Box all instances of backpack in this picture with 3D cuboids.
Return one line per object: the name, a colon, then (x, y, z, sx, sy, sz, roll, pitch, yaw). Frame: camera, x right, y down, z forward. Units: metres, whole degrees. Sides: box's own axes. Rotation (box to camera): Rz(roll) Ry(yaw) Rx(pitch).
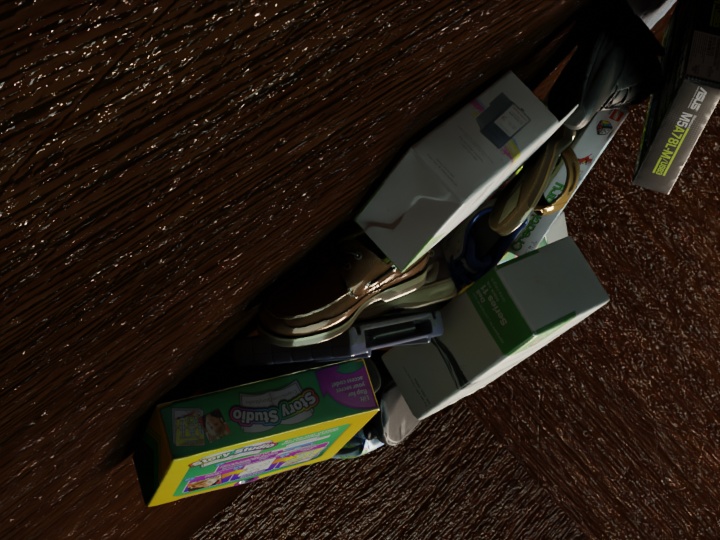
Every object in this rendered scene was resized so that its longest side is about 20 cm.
backpack: (-0.030, 0.153, 1.598, 0.163, 0.198, 0.155, -29, 128, -62)

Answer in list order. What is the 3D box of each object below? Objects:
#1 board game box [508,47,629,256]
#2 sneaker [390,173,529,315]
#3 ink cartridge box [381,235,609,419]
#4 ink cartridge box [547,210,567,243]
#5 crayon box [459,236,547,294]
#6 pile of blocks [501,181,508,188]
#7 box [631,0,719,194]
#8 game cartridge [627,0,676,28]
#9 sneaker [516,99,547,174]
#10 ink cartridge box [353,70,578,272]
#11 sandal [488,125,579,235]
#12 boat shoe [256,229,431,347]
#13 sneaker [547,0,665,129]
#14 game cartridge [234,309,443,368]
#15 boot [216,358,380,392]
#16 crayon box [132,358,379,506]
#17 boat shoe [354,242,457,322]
board game box: (0.207, -0.127, 1.460, 0.201, 0.034, 0.127, -59, -159, 28)
sneaker: (0.095, -0.015, 1.387, 0.201, 0.075, 0.088, -52, -162, 18)
ink cartridge box: (0.137, 0.061, 1.424, 0.146, 0.083, 0.200, -20, 165, -47)
ink cartridge box: (0.146, -0.035, 1.702, 0.199, 0.068, 0.116, 14, -138, 40)
crayon box: (0.104, -0.010, 1.578, 0.200, 0.119, 0.058, -43, 147, -8)
pile of blocks: (0.104, -0.092, 1.322, 0.200, 0.062, 0.082, -42, 174, -23)
box: (0.324, -0.208, 1.336, 0.194, 0.047, 0.201, 94, 12, -62)
game cartridge: (0.305, -0.287, 1.463, 0.133, 0.042, 0.200, -38, 173, -18)
sneaker: (0.143, -0.104, 1.455, 0.200, 0.074, 0.083, -48, 169, 35)
ink cartridge box: (0.095, -0.097, 1.198, 0.200, 0.067, 0.117, -39, 173, -41)
sandal: (0.179, -0.086, 1.303, 0.080, 0.054, 0.200, -49, -179, 32)
boat shoe: (-0.015, 0.000, 1.199, 0.199, 0.072, 0.068, -30, 139, -43)
sneaker: (0.244, -0.190, 1.303, 0.076, 0.091, 0.200, -47, -174, 46)
game cartridge: (-0.018, 0.066, 1.300, 0.129, 0.039, 0.200, -12, 178, 28)
boot: (-0.091, 0.146, 1.464, 0.202, 0.074, 0.154, -6, 152, -40)
crayon box: (-0.102, 0.152, 1.282, 0.198, 0.059, 0.173, -12, 161, -22)
boat shoe: (0.004, 0.009, 1.306, 0.199, 0.073, 0.072, -11, -178, -32)
